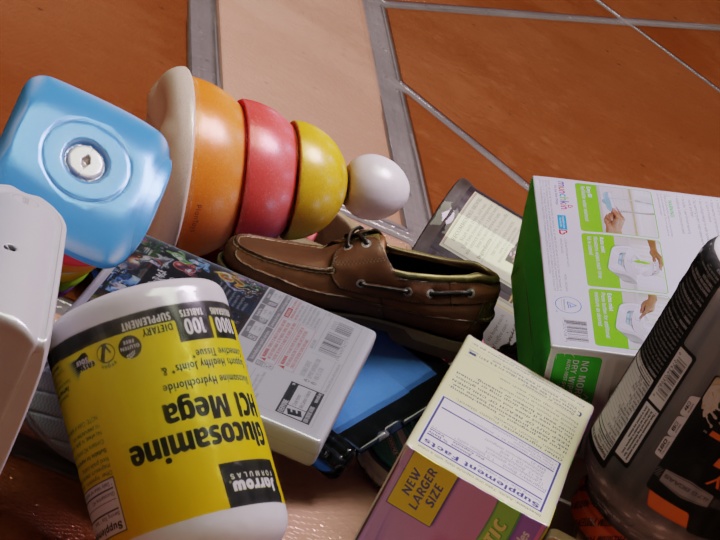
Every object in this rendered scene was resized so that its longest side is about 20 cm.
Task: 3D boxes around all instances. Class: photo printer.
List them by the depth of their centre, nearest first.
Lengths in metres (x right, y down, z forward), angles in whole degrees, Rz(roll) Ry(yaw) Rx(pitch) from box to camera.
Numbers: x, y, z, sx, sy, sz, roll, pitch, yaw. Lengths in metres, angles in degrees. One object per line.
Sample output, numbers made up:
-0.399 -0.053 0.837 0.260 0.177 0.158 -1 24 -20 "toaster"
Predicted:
-0.228 0.051 1.489 0.069 0.167 0.200 21 22 -12 "photo printer"

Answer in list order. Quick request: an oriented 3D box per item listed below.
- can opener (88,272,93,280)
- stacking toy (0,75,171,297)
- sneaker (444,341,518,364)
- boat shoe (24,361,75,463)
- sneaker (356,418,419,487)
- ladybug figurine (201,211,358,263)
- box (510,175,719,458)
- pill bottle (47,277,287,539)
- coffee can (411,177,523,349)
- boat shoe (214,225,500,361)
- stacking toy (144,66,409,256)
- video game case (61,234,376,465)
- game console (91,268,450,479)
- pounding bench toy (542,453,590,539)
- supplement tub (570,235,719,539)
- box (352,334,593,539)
-0.201 -0.042 1.896 0.063 0.079 0.200 -12 22 3 "can opener"
-0.209 -0.022 1.663 0.109 0.200 0.116 27 53 -11 "stacking toy"
0.084 0.096 1.838 0.080 0.075 0.199 -29 18 -35 "sneaker"
-0.148 0.095 1.645 0.199 0.072 0.062 25 6 -39 "boat shoe"
0.087 0.153 1.772 0.200 0.080 0.077 34 22 11 "sneaker"
-0.074 -0.022 1.968 0.199 0.072 0.136 29 22 -2 "ladybug figurine"
0.199 0.034 1.727 0.175 0.097 0.200 6 35 -6 "box"
-0.107 0.115 1.479 0.112 0.112 0.201 -1 70 -52 "pill bottle"
0.126 0.042 1.974 0.199 0.147 0.146 31 22 5 "coffee can"
0.000 0.000 1.779 0.199 0.068 0.072 15 23 -13 "boat shoe"
-0.061 -0.064 1.862 0.199 0.147 0.146 8 27 -15 "stacking toy"
-0.092 0.047 1.643 0.181 0.023 0.200 23 22 2 "video game case"
-0.057 0.038 1.753 0.200 0.118 0.171 36 -6 36 "game console"
0.184 0.239 1.638 0.199 0.125 0.156 29 22 -1 "pounding bench toy"
0.218 0.089 1.570 0.122 0.201 0.123 24 23 -11 "supplement tub"
0.051 0.164 1.569 0.096 0.177 0.200 30 21 3 "box"
